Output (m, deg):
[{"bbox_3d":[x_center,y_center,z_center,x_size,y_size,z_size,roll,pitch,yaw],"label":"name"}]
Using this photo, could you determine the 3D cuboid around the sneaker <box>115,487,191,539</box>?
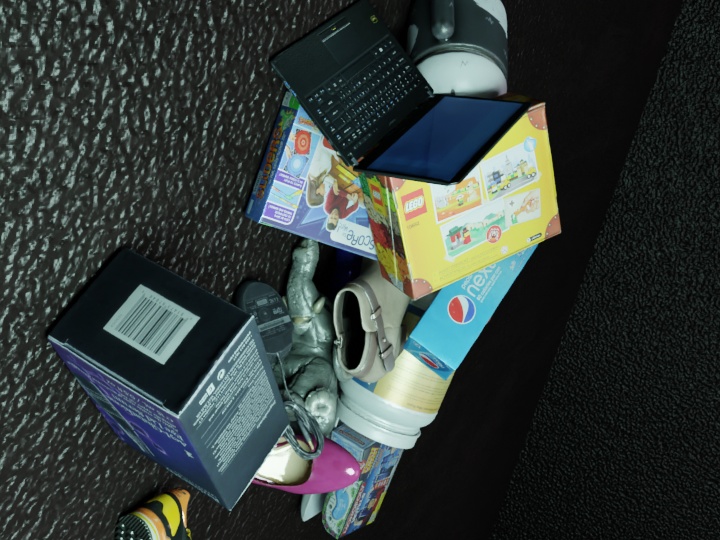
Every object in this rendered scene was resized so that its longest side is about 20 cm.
[{"bbox_3d":[-0.217,0.330,0.991,0.090,0.069,0.204,-32,138,-49],"label":"sneaker"}]

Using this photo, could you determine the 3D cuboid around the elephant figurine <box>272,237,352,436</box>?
[{"bbox_3d":[-0.058,0.094,1.070,0.155,0.139,0.203,-47,-159,58],"label":"elephant figurine"}]

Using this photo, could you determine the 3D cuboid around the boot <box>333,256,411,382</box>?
[{"bbox_3d":[0.013,0.027,1.051,0.146,0.069,0.205,2,81,-66],"label":"boot"}]

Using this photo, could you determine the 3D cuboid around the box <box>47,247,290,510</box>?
[{"bbox_3d":[-0.159,0.100,0.794,0.105,0.146,0.202,-53,154,-27],"label":"box"}]

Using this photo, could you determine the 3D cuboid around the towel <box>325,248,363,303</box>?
[{"bbox_3d":[0.000,0.000,1.204,0.147,0.049,0.204,-20,130,-54],"label":"towel"}]

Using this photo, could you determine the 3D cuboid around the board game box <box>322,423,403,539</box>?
[{"bbox_3d":[-0.001,0.301,1.392,0.199,0.061,0.204,14,99,-67],"label":"board game box"}]

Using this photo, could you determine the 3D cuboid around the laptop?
[{"bbox_3d":[0.044,-0.184,0.891,0.103,0.201,0.177,-30,-170,47],"label":"laptop"}]

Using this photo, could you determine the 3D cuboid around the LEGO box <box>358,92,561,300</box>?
[{"bbox_3d":[0.108,-0.082,0.961,0.197,0.077,0.152,-23,116,-18],"label":"LEGO box"}]

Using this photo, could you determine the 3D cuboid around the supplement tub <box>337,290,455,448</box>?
[{"bbox_3d":[0.055,0.115,1.189,0.204,0.143,0.144,-67,158,6],"label":"supplement tub"}]

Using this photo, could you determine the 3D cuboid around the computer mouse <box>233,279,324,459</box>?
[{"bbox_3d":[-0.089,0.107,0.968,0.058,0.204,0.034,-13,170,-39],"label":"computer mouse"}]

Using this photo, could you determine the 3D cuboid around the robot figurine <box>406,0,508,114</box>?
[{"bbox_3d":[0.111,-0.254,1.057,0.124,0.148,0.204,-33,-136,46],"label":"robot figurine"}]

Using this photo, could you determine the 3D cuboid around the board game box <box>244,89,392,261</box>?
[{"bbox_3d":[-0.015,-0.093,0.960,0.197,0.034,0.138,18,95,-40],"label":"board game box"}]

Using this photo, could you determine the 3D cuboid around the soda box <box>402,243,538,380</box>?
[{"bbox_3d":[0.134,0.025,1.072,0.201,0.067,0.064,-54,174,-18],"label":"soda box"}]

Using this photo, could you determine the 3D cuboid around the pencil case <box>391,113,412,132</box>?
[{"bbox_3d":[0.060,-0.171,1.120,0.199,0.087,0.090,-33,142,-54],"label":"pencil case"}]

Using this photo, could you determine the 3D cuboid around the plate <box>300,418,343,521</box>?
[{"bbox_3d":[-0.026,0.279,1.434,0.199,0.032,0.203,-9,120,-65],"label":"plate"}]

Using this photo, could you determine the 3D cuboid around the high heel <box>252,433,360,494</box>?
[{"bbox_3d":[-0.102,0.208,0.972,0.096,0.195,0.069,25,68,-74],"label":"high heel"}]
